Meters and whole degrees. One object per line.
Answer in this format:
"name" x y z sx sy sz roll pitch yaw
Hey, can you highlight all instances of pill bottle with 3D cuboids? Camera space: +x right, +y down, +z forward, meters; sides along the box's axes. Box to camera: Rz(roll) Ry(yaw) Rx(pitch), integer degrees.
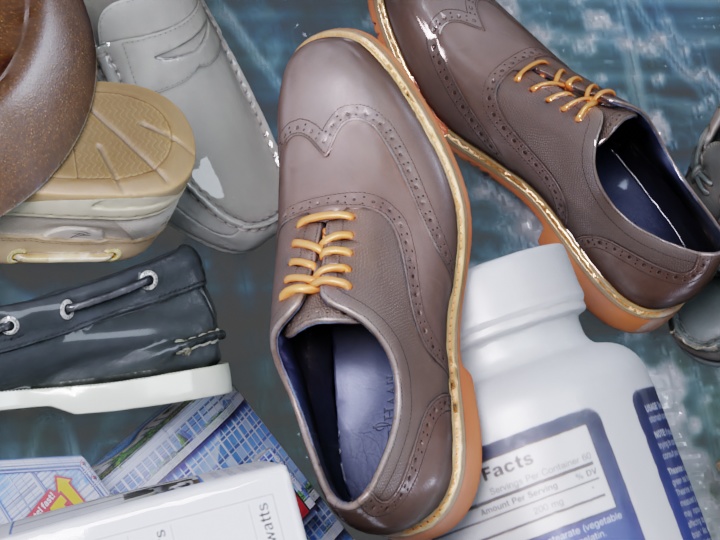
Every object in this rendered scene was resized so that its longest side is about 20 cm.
"pill bottle" 0.078 0.097 1.167 0.111 0.111 0.200 -15 82 -37

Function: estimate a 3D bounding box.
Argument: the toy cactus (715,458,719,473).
"toy cactus" 0.221 0.138 1.273 0.200 0.102 0.165 -38 87 -29

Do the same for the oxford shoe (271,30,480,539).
"oxford shoe" 0.000 0.000 1.101 0.073 0.071 0.200 18 58 -63

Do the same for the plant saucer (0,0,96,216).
"plant saucer" -0.193 -0.092 1.047 0.200 0.032 0.201 7 53 -9

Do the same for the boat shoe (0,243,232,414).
"boat shoe" -0.145 0.021 1.040 0.199 0.074 0.066 -3 90 -11

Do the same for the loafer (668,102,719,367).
"loafer" 0.176 -0.058 1.279 0.063 0.072 0.200 28 83 -62

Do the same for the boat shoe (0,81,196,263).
"boat shoe" -0.163 -0.032 1.072 0.199 0.069 0.074 6 52 -10

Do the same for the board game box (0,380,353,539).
"board game box" -0.080 0.127 1.080 0.200 0.062 0.200 -42 100 -37

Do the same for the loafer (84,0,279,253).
"loafer" -0.090 -0.095 1.147 0.200 0.070 0.070 51 53 -8

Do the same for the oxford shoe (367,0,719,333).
"oxford shoe" 0.084 -0.069 1.248 0.200 0.073 0.071 48 55 1

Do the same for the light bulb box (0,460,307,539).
"light bulb box" -0.098 0.180 0.949 0.200 0.125 0.199 -14 87 -6
